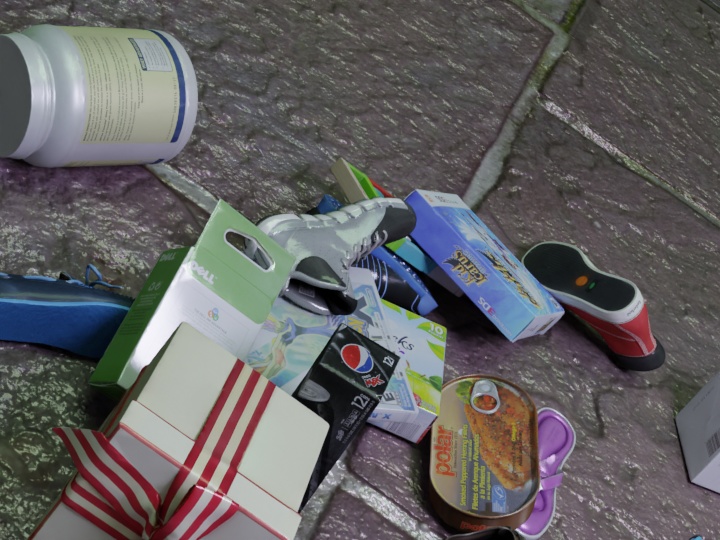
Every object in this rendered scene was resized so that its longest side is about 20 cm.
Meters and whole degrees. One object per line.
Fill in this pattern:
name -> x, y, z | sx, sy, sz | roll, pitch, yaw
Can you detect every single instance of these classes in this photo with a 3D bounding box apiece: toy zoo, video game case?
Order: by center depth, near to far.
video game case -> -0.048, 0.063, 1.450 | 0.182, 0.022, 0.200 | 8, 42, -27
toy zoo -> 0.056, -0.043, 1.688 | 0.200, 0.020, 0.131 | 34, 18, -41
video game case -> 0.141, -0.008, 1.691 | 0.200, 0.045, 0.181 | 47, 15, 12

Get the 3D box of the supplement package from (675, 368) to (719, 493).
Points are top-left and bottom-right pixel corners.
supplement package -> 0.494, 0.210, 1.732 | 0.199, 0.114, 0.110 | 22, 36, -17

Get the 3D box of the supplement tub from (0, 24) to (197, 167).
supplement tub -> -0.286, -0.181, 1.519 | 0.200, 0.145, 0.145 | -5, 52, -43

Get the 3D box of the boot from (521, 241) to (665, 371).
boot -> 0.286, 0.050, 1.799 | 0.200, 0.072, 0.144 | 35, -16, 48

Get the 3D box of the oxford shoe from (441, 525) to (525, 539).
oxford shoe -> 0.143, 0.284, 1.389 | 0.199, 0.085, 0.073 | 5, 43, -38

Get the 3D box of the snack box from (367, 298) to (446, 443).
snack box -> -0.012, 0.080, 1.520 | 0.199, 0.053, 0.142 | 24, 36, -12

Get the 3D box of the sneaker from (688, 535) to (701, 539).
sneaker -> 0.400, 0.332, 1.544 | 0.199, 0.082, 0.073 | 15, 38, -28

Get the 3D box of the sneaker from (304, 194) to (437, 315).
sneaker -> 0.000, 0.000, 1.618 | 0.200, 0.078, 0.070 | 41, 10, -30

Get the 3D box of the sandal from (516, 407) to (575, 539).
sandal -> 0.186, 0.202, 1.546 | 0.082, 0.050, 0.203 | 33, 36, -2

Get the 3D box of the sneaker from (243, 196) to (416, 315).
sneaker -> -0.013, -0.005, 1.487 | 0.199, 0.075, 0.116 | -11, 56, -29

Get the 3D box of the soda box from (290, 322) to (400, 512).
soda box -> -0.044, 0.143, 1.296 | 0.063, 0.200, 0.071 | 32, 35, -2

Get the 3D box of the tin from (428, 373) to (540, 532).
tin -> 0.124, 0.186, 1.493 | 0.111, 0.042, 0.200 | 8, 40, -1

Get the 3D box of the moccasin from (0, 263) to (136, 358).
moccasin -> -0.274, 0.027, 1.349 | 0.199, 0.081, 0.068 | 14, 36, -28

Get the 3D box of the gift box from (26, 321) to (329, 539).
gift box -> -0.162, 0.177, 1.187 | 0.200, 0.185, 0.187 | 31, 30, -6

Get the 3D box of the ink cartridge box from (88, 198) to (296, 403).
ink cartridge box -> -0.151, 0.046, 1.340 | 0.104, 0.059, 0.200 | 38, 66, -28
